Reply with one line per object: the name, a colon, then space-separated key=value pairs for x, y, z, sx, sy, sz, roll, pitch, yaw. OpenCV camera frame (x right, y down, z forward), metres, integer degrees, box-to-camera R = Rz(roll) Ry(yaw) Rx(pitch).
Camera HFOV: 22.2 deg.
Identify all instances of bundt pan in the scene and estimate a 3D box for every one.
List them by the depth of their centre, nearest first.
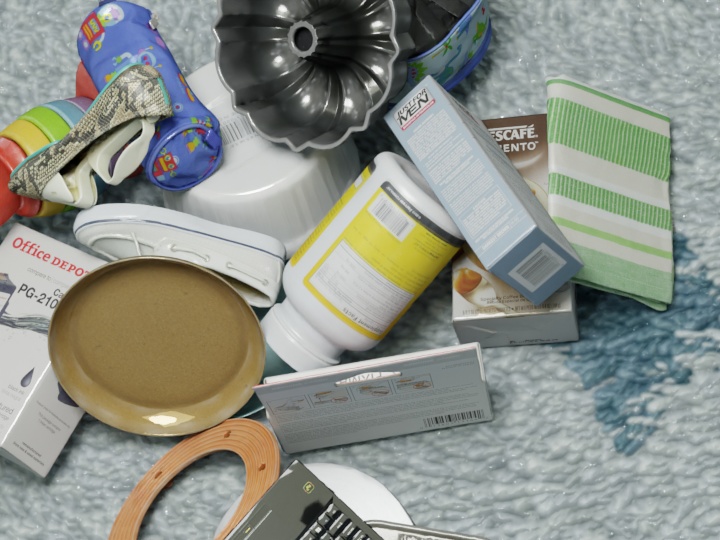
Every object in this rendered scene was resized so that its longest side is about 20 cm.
bundt pan: x=-0.035 y=-0.213 z=1.673 sx=0.200 sy=0.076 sz=0.204 roll=6 pitch=103 yaw=29

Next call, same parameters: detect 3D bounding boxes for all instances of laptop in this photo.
laptop: x=-0.038 y=0.280 z=1.503 sx=0.200 sy=0.103 sz=0.177 roll=42 pitch=78 yaw=7

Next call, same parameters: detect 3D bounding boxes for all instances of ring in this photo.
ring: x=-0.149 y=0.218 z=1.651 sx=0.199 sy=0.019 sz=0.201 roll=-30 pitch=32 yaw=21

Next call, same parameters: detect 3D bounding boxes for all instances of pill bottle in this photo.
pill bottle: x=0.000 y=0.000 z=1.667 sx=0.200 sy=0.112 sz=0.112 roll=-49 pitch=65 yaw=13

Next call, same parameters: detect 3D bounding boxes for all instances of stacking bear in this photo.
stacking bear: x=-0.316 y=-0.102 z=1.778 sx=0.199 sy=0.122 sz=0.114 roll=-30 pitch=68 yaw=-33

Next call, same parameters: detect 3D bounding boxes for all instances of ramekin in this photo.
ramekin: x=-0.105 y=-0.115 z=1.775 sx=0.198 sy=0.098 sz=0.202 roll=-5 pitch=56 yaw=7

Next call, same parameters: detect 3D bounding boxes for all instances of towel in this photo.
towel: x=0.230 y=-0.074 z=1.698 sx=0.151 sy=0.023 sz=0.202 roll=16 pitch=64 yaw=-31

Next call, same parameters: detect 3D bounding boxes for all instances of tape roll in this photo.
tape roll: x=-0.036 y=0.276 z=1.632 sx=0.198 sy=0.066 sz=0.203 roll=-5 pitch=66 yaw=11

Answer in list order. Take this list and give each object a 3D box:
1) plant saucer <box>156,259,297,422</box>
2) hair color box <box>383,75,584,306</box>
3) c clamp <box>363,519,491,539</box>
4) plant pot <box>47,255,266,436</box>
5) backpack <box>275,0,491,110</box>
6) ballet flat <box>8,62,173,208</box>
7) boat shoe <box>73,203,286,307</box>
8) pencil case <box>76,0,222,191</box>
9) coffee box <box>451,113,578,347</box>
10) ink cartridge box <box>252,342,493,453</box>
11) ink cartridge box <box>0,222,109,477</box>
plant saucer: x=-0.133 y=0.053 z=1.767 sx=0.198 sy=0.027 sz=0.202 roll=-4 pitch=67 yaw=9
hair color box: x=0.108 y=-0.071 z=1.623 sx=0.061 sy=0.099 sz=0.201 roll=-40 pitch=53 yaw=12
c clamp: x=0.053 y=0.298 z=1.553 sx=0.198 sy=0.027 sz=0.173 roll=13 pitch=71 yaw=16
plant pot: x=-0.184 y=0.065 z=1.670 sx=0.198 sy=0.202 sz=0.028 roll=-11 pitch=34 yaw=7
backpack: x=0.025 y=-0.248 z=1.790 sx=0.199 sy=0.148 sz=0.183 roll=33 pitch=67 yaw=27
ballet flat: x=-0.242 y=-0.104 z=1.657 sx=0.199 sy=0.068 sz=0.076 roll=-37 pitch=71 yaw=27
boat shoe: x=-0.169 y=0.001 z=1.693 sx=0.200 sy=0.075 sz=0.087 roll=13 pitch=62 yaw=-15
pencil case: x=-0.197 y=-0.168 z=1.721 sx=0.087 sy=0.078 sz=0.201 roll=-36 pitch=58 yaw=7
coffee box: x=0.142 y=-0.037 z=1.717 sx=0.113 sy=0.080 sz=0.202 roll=-5 pitch=67 yaw=10
ink cartridge box: x=0.012 y=0.100 z=1.629 sx=0.198 sy=0.177 sz=0.045 roll=-10 pitch=64 yaw=4
ink cartridge box: x=-0.315 y=0.072 z=1.750 sx=0.144 sy=0.084 sz=0.201 roll=21 pitch=73 yaw=34
